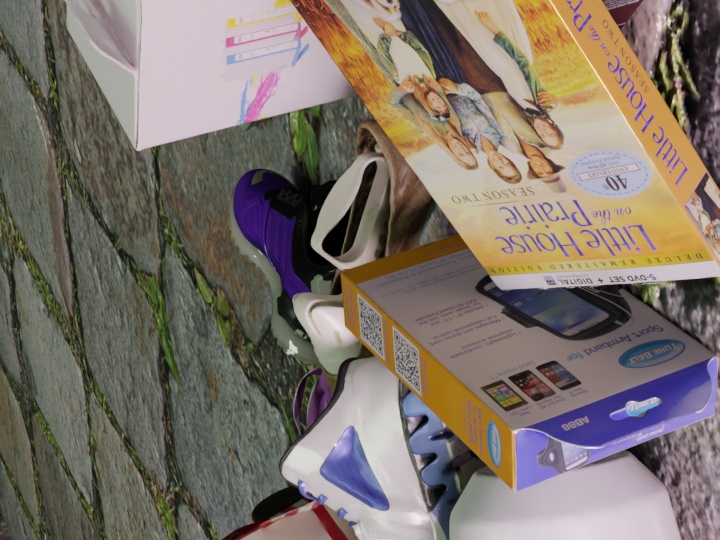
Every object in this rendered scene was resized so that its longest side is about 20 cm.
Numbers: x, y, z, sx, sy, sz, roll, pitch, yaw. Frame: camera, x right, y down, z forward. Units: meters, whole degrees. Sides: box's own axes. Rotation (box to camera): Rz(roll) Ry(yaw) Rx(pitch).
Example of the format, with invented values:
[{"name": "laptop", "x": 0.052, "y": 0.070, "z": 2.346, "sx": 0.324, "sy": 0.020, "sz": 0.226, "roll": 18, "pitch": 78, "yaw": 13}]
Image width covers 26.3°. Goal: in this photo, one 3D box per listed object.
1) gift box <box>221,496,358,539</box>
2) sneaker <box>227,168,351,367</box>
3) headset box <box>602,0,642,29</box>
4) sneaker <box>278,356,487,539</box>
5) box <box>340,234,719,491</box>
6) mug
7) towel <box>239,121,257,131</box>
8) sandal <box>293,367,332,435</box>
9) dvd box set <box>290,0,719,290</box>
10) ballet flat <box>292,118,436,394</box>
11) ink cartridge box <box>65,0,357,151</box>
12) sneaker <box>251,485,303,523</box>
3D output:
[{"name": "gift box", "x": 0.017, "y": 0.215, "z": 1.005, "sx": 0.187, "sy": 0.184, "sz": 0.200, "roll": 53, "pitch": 148, "yaw": 22}, {"name": "sneaker", "x": -0.033, "y": -0.029, "z": 1.092, "sx": 0.100, "sy": 0.069, "sz": 0.200, "roll": -65, "pitch": 33, "yaw": 30}, {"name": "headset box", "x": 0.067, "y": -0.172, "z": 0.732, "sx": 0.149, "sy": 0.077, "sz": 0.200, "roll": 66, "pitch": 155, "yaw": 16}, {"name": "sneaker", "x": 0.018, "y": 0.135, "z": 0.894, "sx": 0.115, "sy": 0.080, "sz": 0.200, "roll": -3, "pitch": 93, "yaw": 29}, {"name": "box", "x": 0.087, "y": 0.041, "z": 0.782, "sx": 0.200, "sy": 0.119, "sz": 0.042, "roll": 44, "pitch": 145, "yaw": 50}, {"name": "mug", "x": 0.102, "y": 0.177, "z": 0.822, "sx": 0.186, "sy": 0.149, "sz": 0.154, "roll": -9, "pitch": 89, "yaw": 61}, {"name": "towel", "x": -0.127, "y": -0.201, "z": 1.146, "sx": 0.200, "sy": 0.023, "sz": 0.153, "roll": 57, "pitch": 170, "yaw": -3}, {"name": "sandal", "x": -0.028, "y": 0.115, "z": 1.192, "sx": 0.083, "sy": 0.050, "sz": 0.203, "roll": 58, "pitch": 154, "yaw": 32}, {"name": "dvd box set", "x": 0.068, "y": -0.073, "z": 0.700, "sx": 0.146, "sy": 0.029, "sz": 0.200, "roll": -3, "pitch": 131, "yaw": 50}, {"name": "ballet flat", "x": 0.000, "y": 0.000, "z": 0.924, "sx": 0.068, "sy": 0.072, "sz": 0.201, "roll": 28, "pitch": 106, "yaw": 54}, {"name": "ink cartridge box", "x": -0.090, "y": -0.174, "z": 0.935, "sx": 0.129, "sy": 0.199, "sz": 0.125, "roll": 57, "pitch": 153, "yaw": 35}, {"name": "sneaker", "x": -0.020, "y": 0.251, "z": 1.272, "sx": 0.200, "sy": 0.074, "sz": 0.087, "roll": 38, "pitch": 153, "yaw": 60}]
